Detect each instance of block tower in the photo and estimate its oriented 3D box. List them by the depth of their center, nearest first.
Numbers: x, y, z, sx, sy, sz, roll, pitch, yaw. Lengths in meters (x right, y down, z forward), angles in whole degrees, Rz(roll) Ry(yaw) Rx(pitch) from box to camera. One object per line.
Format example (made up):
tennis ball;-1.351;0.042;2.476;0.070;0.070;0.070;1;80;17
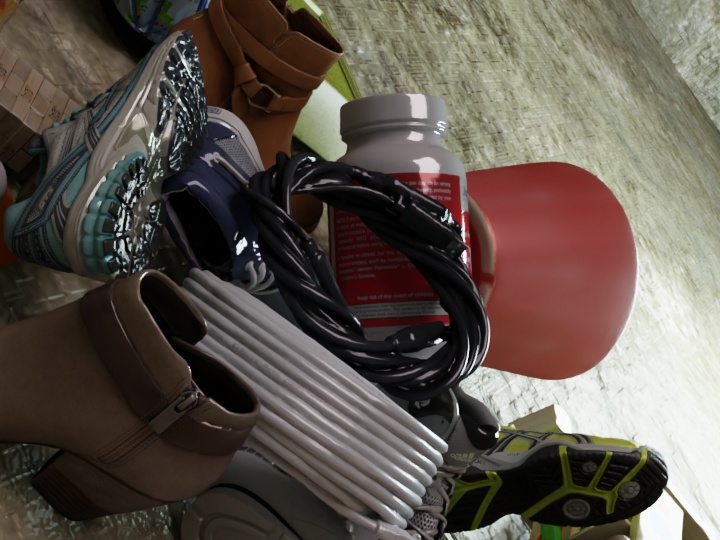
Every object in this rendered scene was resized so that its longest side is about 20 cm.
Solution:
block tower;-0.206;-0.081;0.750;0.200;0.054;0.058;40;30;-26

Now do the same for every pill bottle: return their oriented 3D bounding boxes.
pill bottle;0.030;-0.029;0.915;0.112;0.111;0.203;4;82;-55

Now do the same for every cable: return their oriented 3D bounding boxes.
cable;-0.041;0.077;0.708;0.200;0.069;0.200;42;-8;-32
cable;0.000;0.000;0.785;0.199;0.051;0.165;27;49;-28

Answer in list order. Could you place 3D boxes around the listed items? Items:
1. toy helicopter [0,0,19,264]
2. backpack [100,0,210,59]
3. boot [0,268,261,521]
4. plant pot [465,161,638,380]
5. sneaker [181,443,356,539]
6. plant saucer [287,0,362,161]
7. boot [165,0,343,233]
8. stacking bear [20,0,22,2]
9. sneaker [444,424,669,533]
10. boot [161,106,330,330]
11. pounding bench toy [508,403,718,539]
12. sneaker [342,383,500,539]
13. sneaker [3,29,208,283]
toy helicopter;-0.222;-0.086;0.651;0.132;0.078;0.202;55;46;-69
backpack;-0.145;-0.283;0.913;0.153;0.200;0.164;7;52;-42
boot;-0.151;0.045;0.596;0.200;0.146;0.071;43;31;-18
plant pot;0.117;-0.002;1.030;0.176;0.200;0.202;2;56;-46
sneaker;-0.018;0.187;0.720;0.200;0.076;0.081;47;21;-9
plant saucer;-0.057;-0.200;1.064;0.199;0.048;0.202;32;32;-61
boot;-0.064;-0.122;0.904;0.199;0.154;0.074;36;32;-30
stacking bear;-0.288;-0.302;0.822;0.121;0.114;0.201;15;42;-50
sneaker;0.126;0.142;0.872;0.077;0.198;0.076;-74;158;-58
boot;-0.080;-0.008;0.814;0.201;0.072;0.091;59;27;-33
pounding bench toy;0.176;0.221;0.923;0.200;0.124;0.156;50;29;-7
sneaker;0.042;0.146;0.782;0.075;0.115;0.202;27;50;-33
sneaker;-0.150;-0.079;0.699;0.201;0.085;0.078;-73;162;-45
